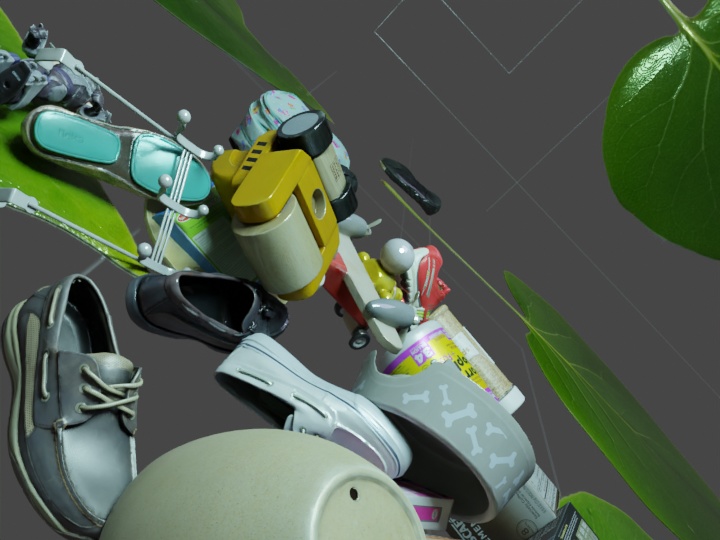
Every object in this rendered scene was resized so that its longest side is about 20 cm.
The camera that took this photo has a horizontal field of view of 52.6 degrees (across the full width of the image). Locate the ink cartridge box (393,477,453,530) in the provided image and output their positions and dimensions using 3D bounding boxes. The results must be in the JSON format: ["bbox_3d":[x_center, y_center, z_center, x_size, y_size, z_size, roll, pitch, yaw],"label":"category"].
[{"bbox_3d":[-0.007,0.198,0.647,0.094,0.038,0.199,11,-7,40],"label":"ink cartridge box"}]

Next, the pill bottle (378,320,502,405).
[{"bbox_3d":[0.118,0.172,0.945,0.201,0.104,0.104,52,19,16],"label":"pill bottle"}]

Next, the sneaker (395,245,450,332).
[{"bbox_3d":[0.090,0.049,1.044,0.077,0.084,0.202,52,-24,39],"label":"sneaker"}]

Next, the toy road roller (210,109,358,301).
[{"bbox_3d":[-0.099,-0.070,0.785,0.201,0.144,0.124,-69,146,-44],"label":"toy road roller"}]

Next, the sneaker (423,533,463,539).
[{"bbox_3d":[0.045,0.270,0.628,0.198,0.071,0.081,17,73,-24],"label":"sneaker"}]

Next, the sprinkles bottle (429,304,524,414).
[{"bbox_3d":[0.176,0.152,1.179,0.201,0.068,0.068,50,18,9],"label":"sprinkles bottle"}]

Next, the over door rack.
[{"bbox_3d":[-0.218,-0.091,0.675,0.199,0.066,0.150,29,66,-45],"label":"over door rack"}]

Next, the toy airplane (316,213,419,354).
[{"bbox_3d":[0.000,0.000,0.914,0.201,0.140,0.199,58,7,-2],"label":"toy airplane"}]

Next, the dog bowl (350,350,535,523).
[{"bbox_3d":[0.067,0.166,0.709,0.200,0.200,0.059,45,60,-8],"label":"dog bowl"}]

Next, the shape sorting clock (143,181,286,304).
[{"bbox_3d":[-0.160,-0.029,0.835,0.199,0.039,0.201,38,30,-27],"label":"shape sorting clock"}]

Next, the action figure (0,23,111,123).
[{"bbox_3d":[-0.328,-0.200,0.769,0.130,0.070,0.200,42,15,0],"label":"action figure"}]

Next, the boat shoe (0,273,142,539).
[{"bbox_3d":[-0.188,0.083,0.485,0.074,0.073,0.201,20,32,-54],"label":"boat shoe"}]

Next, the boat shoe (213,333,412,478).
[{"bbox_3d":[-0.049,0.138,0.669,0.199,0.074,0.067,30,43,20],"label":"boat shoe"}]

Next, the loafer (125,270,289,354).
[{"bbox_3d":[-0.129,0.038,0.704,0.199,0.062,0.073,16,60,-54],"label":"loafer"}]

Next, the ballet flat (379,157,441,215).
[{"bbox_3d":[0.123,-0.214,1.875,0.200,0.057,0.067,42,46,-2],"label":"ballet flat"}]

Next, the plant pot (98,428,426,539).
[{"bbox_3d":[-0.036,0.181,0.429,0.199,0.134,0.203,28,46,-34],"label":"plant pot"}]

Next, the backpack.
[{"bbox_3d":[-0.105,-0.179,1.137,0.200,0.127,0.166,49,21,15],"label":"backpack"}]

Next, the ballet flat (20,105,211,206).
[{"bbox_3d":[-0.250,-0.117,0.752,0.199,0.069,0.067,22,-15,-38],"label":"ballet flat"}]

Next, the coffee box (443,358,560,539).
[{"bbox_3d":[0.119,0.220,0.835,0.201,0.114,0.080,51,16,8],"label":"coffee box"}]

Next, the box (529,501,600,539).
[{"bbox_3d":[0.246,0.382,0.829,0.164,0.086,0.200,52,18,14],"label":"box"}]
